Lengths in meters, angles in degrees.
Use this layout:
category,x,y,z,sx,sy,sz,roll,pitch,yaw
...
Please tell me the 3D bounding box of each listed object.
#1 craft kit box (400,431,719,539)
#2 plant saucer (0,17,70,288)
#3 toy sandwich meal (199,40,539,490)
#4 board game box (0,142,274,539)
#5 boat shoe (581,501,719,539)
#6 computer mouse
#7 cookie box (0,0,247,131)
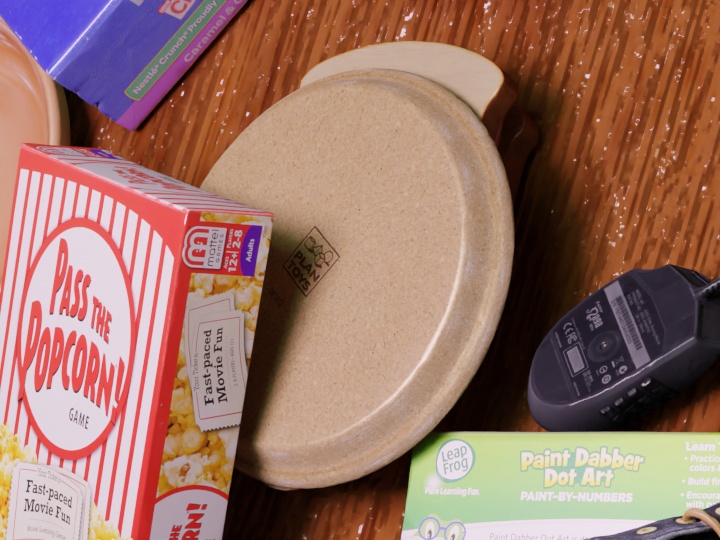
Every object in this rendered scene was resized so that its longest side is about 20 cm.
category,x,y,z,sx,sy,sz,roll,pitch,yaw
craft kit box,0.098,0.162,1.131,0.199,0.048,0.198,-1,74,34
plant saucer,-0.218,-0.036,1.433,0.199,0.037,0.201,-14,63,30
toy sandwich meal,0.000,0.000,1.250,0.205,0.070,0.206,-14,66,34
board game box,-0.108,0.057,1.250,0.151,0.046,0.201,20,104,54
boat shoe,0.141,0.108,1.039,0.200,0.091,0.071,-38,54,16
computer mouse,0.154,0.009,1.165,0.200,0.034,0.059,-31,40,15
cookie box,-0.123,-0.197,1.406,0.171,0.075,0.200,-47,52,10
